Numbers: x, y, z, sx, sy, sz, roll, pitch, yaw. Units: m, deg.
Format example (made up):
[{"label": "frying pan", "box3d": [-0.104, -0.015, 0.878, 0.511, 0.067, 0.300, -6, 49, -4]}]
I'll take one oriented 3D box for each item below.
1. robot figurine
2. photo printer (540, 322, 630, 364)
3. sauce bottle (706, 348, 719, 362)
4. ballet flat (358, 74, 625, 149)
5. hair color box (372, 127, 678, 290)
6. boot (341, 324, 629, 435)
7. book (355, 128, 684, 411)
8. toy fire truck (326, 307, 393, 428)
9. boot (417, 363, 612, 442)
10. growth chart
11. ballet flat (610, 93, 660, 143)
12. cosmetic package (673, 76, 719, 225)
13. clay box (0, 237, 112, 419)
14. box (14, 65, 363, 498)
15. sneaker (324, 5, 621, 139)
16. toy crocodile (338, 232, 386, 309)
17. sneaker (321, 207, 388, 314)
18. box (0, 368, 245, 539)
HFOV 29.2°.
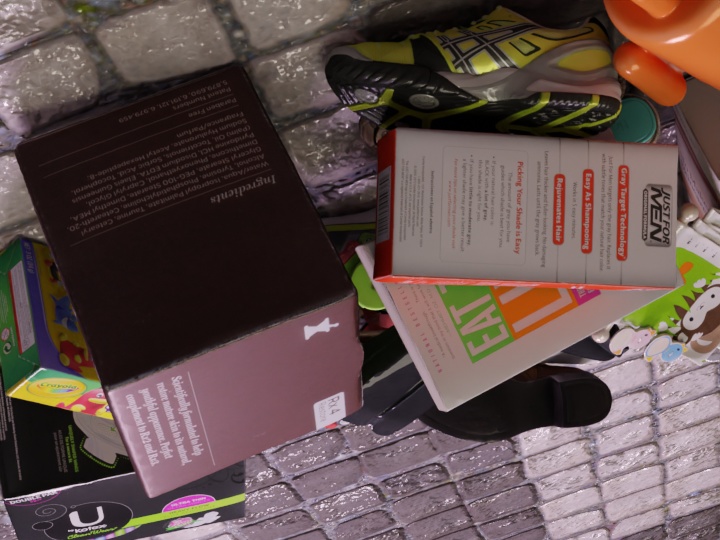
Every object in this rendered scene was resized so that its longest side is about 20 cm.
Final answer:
[{"label": "robot figurine", "box3d": [0.236, -0.182, 0.893, 0.200, 0.145, 0.116, 17, 175, -43]}, {"label": "photo printer", "box3d": [0.211, 0.019, 1.226, 0.200, 0.070, 0.166, 7, 140, -48]}, {"label": "sauce bottle", "box3d": [0.335, 0.033, 1.245, 0.066, 0.066, 0.200, -39, 177, 32]}, {"label": "ballet flat", "box3d": [0.098, -0.115, 0.997, 0.199, 0.047, 0.067, -11, 148, -10]}, {"label": "hair color box", "box3d": [0.112, -0.039, 0.939, 0.199, 0.102, 0.061, 3, 176, -11]}, {"label": "boot", "box3d": [0.092, 0.073, 1.104, 0.200, 0.066, 0.165, -41, 126, 19]}, {"label": "book", "box3d": [0.115, -0.003, 0.991, 0.199, 0.134, 0.048, -28, -178, -10]}, {"label": "toy fire truck", "box3d": [-0.002, 0.070, 1.242, 0.200, 0.049, 0.141, -33, 145, 26]}, {"label": "boot", "box3d": [0.115, 0.104, 1.289, 0.187, 0.069, 0.200, -7, -174, -12]}, {"label": "growth chart", "box3d": [0.276, 0.016, 1.086, 0.199, 0.018, 0.145, 10, 116, -37]}, {"label": "ballet flat", "box3d": [0.132, -0.081, 1.059, 0.199, 0.068, 0.067, -14, 177, -1]}, {"label": "cosmetic package", "box3d": [0.314, -0.073, 1.120, 0.087, 0.104, 0.200, -21, 148, 5]}, {"label": "clay box", "box3d": [-0.186, 0.056, 1.063, 0.048, 0.115, 0.200, -36, 145, 28]}, {"label": "box", "box3d": [-0.111, 0.007, 0.922, 0.164, 0.200, 0.166, -21, 150, -11]}, {"label": "sneaker", "box3d": [0.076, -0.136, 0.938, 0.199, 0.077, 0.075, 5, 159, -2]}, {"label": "toy crocodile", "box3d": [-0.024, 0.028, 1.034, 0.200, 0.062, 0.068, -48, -175, 4]}, {"label": "sneaker", "box3d": [0.000, 0.000, 1.099, 0.199, 0.081, 0.074, -19, 149, 4]}, {"label": "box", "box3d": [-0.207, 0.153, 1.200, 0.199, 0.125, 0.149, -10, 149, -10]}]
